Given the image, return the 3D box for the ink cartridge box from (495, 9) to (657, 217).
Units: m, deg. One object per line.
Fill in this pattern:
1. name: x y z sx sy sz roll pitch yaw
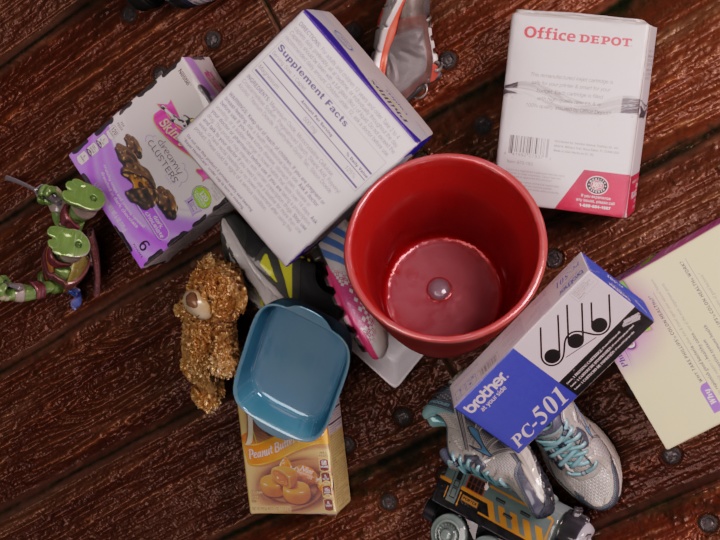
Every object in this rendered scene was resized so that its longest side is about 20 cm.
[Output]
1. ink cartridge box: 0.226 -0.166 1.337 0.144 0.083 0.201 9 101 19

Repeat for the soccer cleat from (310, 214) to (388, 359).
1. soccer cleat: 0.000 0.000 1.433 0.086 0.070 0.201 -26 69 -1

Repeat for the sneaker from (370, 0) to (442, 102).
1. sneaker: 0.056 -0.246 1.409 0.081 0.077 0.201 16 107 -9

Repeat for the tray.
1. tray: 0.061 0.028 1.463 0.107 0.022 0.200 42 110 11

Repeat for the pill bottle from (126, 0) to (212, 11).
1. pill bottle: -0.176 -0.363 1.442 0.199 0.112 0.113 -12 94 22

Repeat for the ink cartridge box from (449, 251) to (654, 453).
1. ink cartridge box: 0.191 0.086 1.286 0.094 0.044 0.200 35 110 -19

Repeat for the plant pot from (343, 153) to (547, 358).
1. plant pot: 0.086 0.001 1.319 0.199 0.177 0.202 -1 73 2

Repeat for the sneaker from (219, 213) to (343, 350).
1. sneaker: -0.095 0.007 1.501 0.084 0.075 0.200 -30 69 -17

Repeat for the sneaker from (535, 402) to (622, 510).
1. sneaker: 0.213 0.178 1.387 0.077 0.086 0.201 -32 88 21

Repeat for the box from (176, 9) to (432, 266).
1. box: -0.057 -0.143 1.354 0.200 0.105 0.184 -41 88 18

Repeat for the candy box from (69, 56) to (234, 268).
1. candy box: -0.221 -0.129 1.517 0.200 0.071 0.168 -36 85 22

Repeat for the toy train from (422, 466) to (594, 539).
1. toy train: 0.164 0.284 1.423 0.199 0.085 0.115 25 100 29

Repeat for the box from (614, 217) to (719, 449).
1. box: 0.362 0.054 1.315 0.199 0.097 0.177 -32 87 21

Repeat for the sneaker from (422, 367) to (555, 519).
1. sneaker: 0.139 0.203 1.394 0.086 0.078 0.200 -34 49 -2

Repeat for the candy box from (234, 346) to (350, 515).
1. candy box: -0.082 0.188 1.524 0.115 0.055 0.201 -4 98 20

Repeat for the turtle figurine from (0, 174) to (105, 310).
1. turtle figurine: -0.395 -0.039 1.537 0.200 0.144 0.194 52 143 -2

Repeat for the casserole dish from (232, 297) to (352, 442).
1. casserole dish: -0.072 0.108 1.428 0.121 0.039 0.201 26 128 8

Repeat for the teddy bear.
1. teddy bear: -0.185 0.077 1.498 0.200 0.066 0.146 119 144 -54
